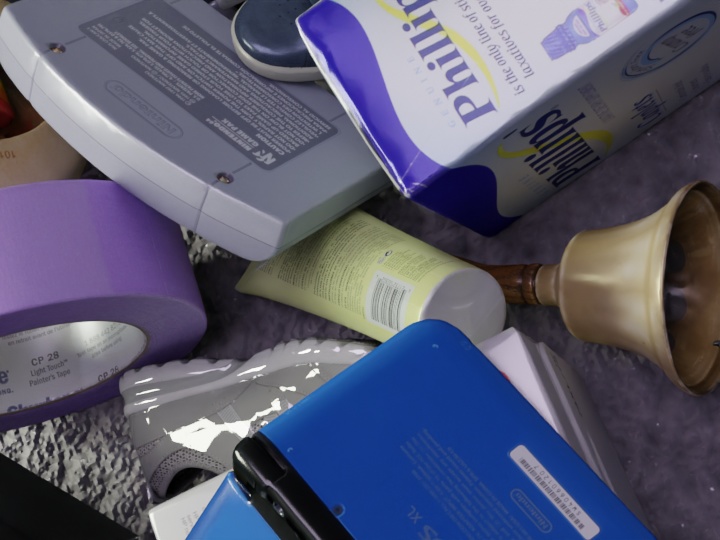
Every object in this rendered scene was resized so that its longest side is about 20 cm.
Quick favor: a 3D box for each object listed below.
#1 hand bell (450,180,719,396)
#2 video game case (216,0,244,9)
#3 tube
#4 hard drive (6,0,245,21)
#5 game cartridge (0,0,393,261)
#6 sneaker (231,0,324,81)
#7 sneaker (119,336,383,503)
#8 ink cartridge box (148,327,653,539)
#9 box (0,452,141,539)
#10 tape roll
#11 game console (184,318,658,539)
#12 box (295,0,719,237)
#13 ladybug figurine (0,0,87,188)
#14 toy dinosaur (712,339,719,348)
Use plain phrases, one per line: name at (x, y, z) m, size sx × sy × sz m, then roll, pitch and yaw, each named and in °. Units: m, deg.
hand bell at (0.084, 0.008, 0.837) m, size 0.199 × 0.104 × 0.105 m, roll 0°, pitch 79°, yaw 33°
video game case at (-0.026, -0.268, 0.933) m, size 0.199 × 0.023 × 0.183 m, roll -25°, pitch 71°, yaw -1°
tube at (0.000, 0.000, 0.839) m, size 0.200 × 0.058 × 0.052 m, roll 23°, pitch 129°, yaw 56°
hard drive at (-0.168, -0.162, 0.973) m, size 0.199 × 0.042 × 0.136 m, roll -21°, pitch 73°, yaw 15°
game cartridge at (-0.089, -0.085, 0.848) m, size 0.200 × 0.133 × 0.041 m, roll 38°, pitch 126°, yaw 18°
sneaker at (0.019, -0.173, 0.854) m, size 0.199 × 0.085 × 0.075 m, roll -29°, pitch 67°, yaw -9°
sneaker at (-0.036, 0.082, 0.867) m, size 0.199 × 0.075 × 0.083 m, roll -11°, pitch 81°, yaw 30°
ink cartridge box at (0.034, 0.144, 0.779) m, size 0.199 × 0.146 × 0.148 m, roll -27°, pitch 71°, yaw 12°
box at (-0.207, 0.210, 0.814) m, size 0.148 × 0.124 × 0.201 m, roll 24°, pitch 120°, yaw 30°
tape roll at (-0.184, 0.026, 0.855) m, size 0.199 × 0.200 × 0.066 m, roll -23°, pitch 71°, yaw 14°
game console at (0.027, 0.154, 0.691) m, size 0.170 × 0.119 × 0.200 m, roll -33°, pitch 67°, yaw -24°
box at (0.097, -0.119, 0.789) m, size 0.199 × 0.184 × 0.105 m, roll -34°, pitch 76°, yaw 11°
ladybug figurine at (-0.218, -0.083, 0.892) m, size 0.135 × 0.072 × 0.201 m, roll -6°, pitch 45°, yaw -20°
toy dinosaur at (0.216, 0.025, 0.724) m, size 0.088 × 0.047 × 0.200 m, roll -49°, pitch 24°, yaw 2°
